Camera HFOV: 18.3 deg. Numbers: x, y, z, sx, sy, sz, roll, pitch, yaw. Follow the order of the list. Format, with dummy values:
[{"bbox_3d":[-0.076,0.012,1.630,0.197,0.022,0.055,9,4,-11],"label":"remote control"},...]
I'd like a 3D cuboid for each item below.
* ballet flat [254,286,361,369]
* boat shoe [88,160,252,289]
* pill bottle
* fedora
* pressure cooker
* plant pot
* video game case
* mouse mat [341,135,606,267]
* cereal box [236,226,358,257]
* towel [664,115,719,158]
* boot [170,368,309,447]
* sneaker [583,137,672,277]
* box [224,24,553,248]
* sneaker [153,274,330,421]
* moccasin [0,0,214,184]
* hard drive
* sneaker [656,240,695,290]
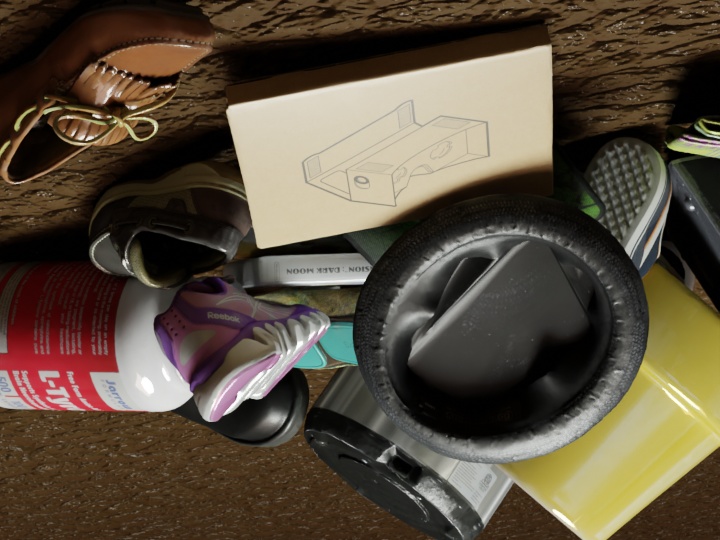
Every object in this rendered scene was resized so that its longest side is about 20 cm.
[{"bbox_3d":[-0.019,0.039,1.712,0.070,0.071,0.199,6,177,-36],"label":"ballet flat"},{"bbox_3d":[-0.137,-0.021,1.526,0.072,0.066,0.200,33,152,-25],"label":"boat shoe"},{"bbox_3d":[-0.183,0.048,1.656,0.199,0.113,0.112,-1,168,27],"label":"pill bottle"},{"bbox_3d":[0.095,0.028,1.496,0.199,0.202,0.092,-9,-161,12],"label":"fedora"},{"bbox_3d":[0.073,0.100,1.820,0.178,0.201,0.176,31,166,13],"label":"pressure cooker"},{"bbox_3d":[0.186,0.095,1.690,0.189,0.201,0.201,-50,158,0],"label":"plant pot"},{"bbox_3d":[0.000,0.000,1.656,0.180,0.024,0.200,-2,179,-11],"label":"video game case"},{"bbox_3d":[0.059,-0.052,1.479,0.160,0.008,0.200,-23,143,16],"label":"mouse mat"},{"bbox_3d":[-0.007,-0.057,1.542,0.143,0.040,0.200,-2,164,-15],"label":"cereal box"},{"bbox_3d":[0.304,-0.081,1.476,0.198,0.023,0.144,6,-179,3],"label":"towel"},{"bbox_3d":[-0.161,0.085,1.809,0.210,0.080,0.157,14,180,39],"label":"boot"},{"bbox_3d":[0.158,0.003,1.579,0.201,0.078,0.079,-55,160,6],"label":"sneaker"},{"bbox_3d":[0.022,-0.080,1.401,0.199,0.021,0.164,-11,148,-1],"label":"box"},{"bbox_3d":[-0.086,0.041,1.548,0.081,0.088,0.200,-49,172,13],"label":"sneaker"},{"bbox_3d":[-0.152,-0.100,1.275,0.073,0.078,0.201,10,158,-44],"label":"moccasin"},{"bbox_3d":[0.272,-0.012,1.644,0.042,0.135,0.200,-32,164,-1],"label":"hard drive"},{"bbox_3d":[0.238,0.027,1.893,0.146,0.081,0.200,-25,161,-48],"label":"sneaker"}]
